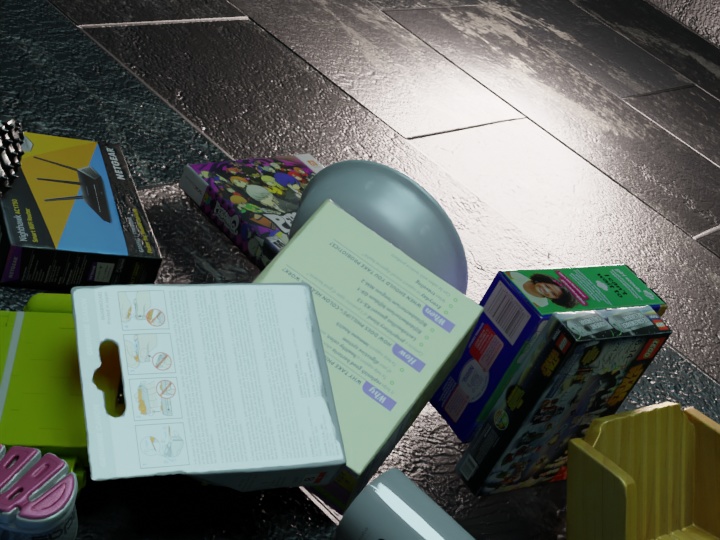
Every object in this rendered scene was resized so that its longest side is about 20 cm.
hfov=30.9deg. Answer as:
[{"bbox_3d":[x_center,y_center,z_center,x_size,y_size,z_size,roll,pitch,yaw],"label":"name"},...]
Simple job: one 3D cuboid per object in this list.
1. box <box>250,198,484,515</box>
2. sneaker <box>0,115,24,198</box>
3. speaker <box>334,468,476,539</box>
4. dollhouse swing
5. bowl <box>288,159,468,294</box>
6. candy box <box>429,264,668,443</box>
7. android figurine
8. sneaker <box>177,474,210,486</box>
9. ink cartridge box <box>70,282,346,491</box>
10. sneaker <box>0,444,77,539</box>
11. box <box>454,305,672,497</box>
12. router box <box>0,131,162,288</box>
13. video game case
[{"bbox_3d":[-0.022,0.073,1.139,0.175,0.097,0.200,34,60,10],"label":"box"},{"bbox_3d":[-0.381,-0.075,1.183,0.089,0.067,0.201,10,49,16],"label":"sneaker"},{"bbox_3d":[0.073,0.250,1.038,0.200,0.082,0.081,41,32,24],"label":"speaker"},{"bbox_3d":[0.311,0.227,1.161,0.199,0.184,0.175,-5,7,-42],"label":"dollhouse swing"},{"bbox_3d":[0.000,0.000,1.288,0.200,0.202,0.090,33,43,13],"label":"bowl"},{"bbox_3d":[0.187,0.080,1.309,0.199,0.170,0.077,-5,44,-42],"label":"candy box"},{"bbox_3d":[-0.247,0.093,1.018,0.197,0.041,0.184,0,53,0],"label":"android figurine"},{"bbox_3d":[-0.184,0.103,1.080,0.198,0.077,0.076,22,31,-5],"label":"sneaker"},{"bbox_3d":[-0.120,0.091,1.008,0.198,0.050,0.164,-2,61,-21],"label":"ink cartridge box"},{"bbox_3d":[-0.281,0.162,0.923,0.198,0.088,0.074,10,43,19],"label":"sneaker"},{"bbox_3d":[0.187,0.121,1.210,0.136,0.201,0.040,-4,43,-40],"label":"box"},{"bbox_3d":[-0.291,-0.060,1.282,0.148,0.051,0.201,5,35,-30],"label":"router box"},{"bbox_3d":[-0.077,-0.064,1.475,0.199,0.036,0.181,-10,44,-46],"label":"video game case"}]
